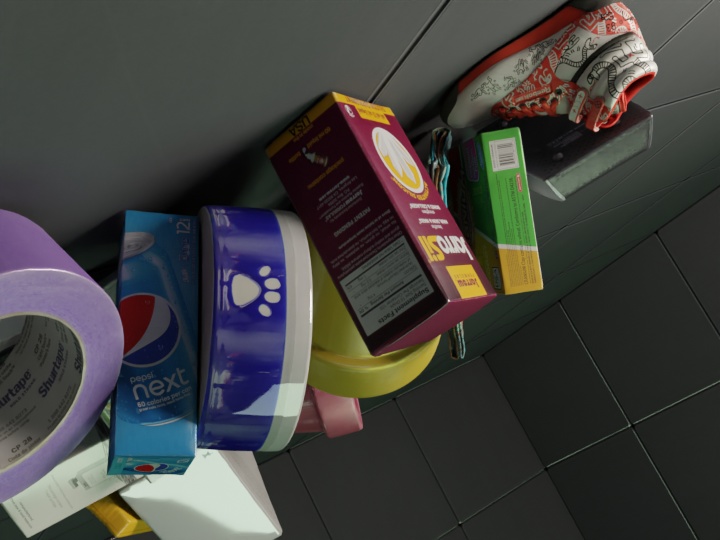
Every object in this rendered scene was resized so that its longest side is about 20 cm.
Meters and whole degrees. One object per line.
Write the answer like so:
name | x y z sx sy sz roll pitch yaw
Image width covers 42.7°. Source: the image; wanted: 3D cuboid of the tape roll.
tape roll | -0.268 0.065 0.631 0.199 0.085 0.202 -34 143 -30

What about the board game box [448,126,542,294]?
board game box | 0.129 -0.057 0.957 0.040 0.156 0.200 -9 -179 -7

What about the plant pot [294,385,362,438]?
plant pot | -0.103 0.148 1.307 0.176 0.204 0.200 -13 167 0

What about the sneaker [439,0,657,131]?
sneaker | 0.177 -0.166 0.867 0.200 0.109 0.067 -33 167 17

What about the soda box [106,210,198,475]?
soda box | -0.166 0.057 0.745 0.063 0.204 0.068 4 156 -18

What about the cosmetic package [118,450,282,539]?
cosmetic package | -0.208 0.223 1.112 0.122 0.201 0.201 -30 130 -4

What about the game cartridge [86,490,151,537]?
game cartridge | -0.320 0.232 1.084 0.032 0.200 0.176 -45 168 -6

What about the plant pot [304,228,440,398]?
plant pot | 0.000 0.000 0.959 0.198 0.202 0.190 -24 151 -21

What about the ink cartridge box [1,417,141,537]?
ink cartridge box | -0.284 0.153 0.955 0.198 0.147 0.084 -27 137 -16

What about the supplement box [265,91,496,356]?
supplement box | 0.018 -0.040 0.785 0.085 0.202 0.110 -35 165 25

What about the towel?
towel | 0.090 -0.032 0.935 0.021 0.204 0.147 -5 -159 9

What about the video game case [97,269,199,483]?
video game case | -0.191 0.089 0.875 0.142 0.202 0.018 -34 -151 -13

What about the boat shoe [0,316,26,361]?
boat shoe | -0.322 0.057 0.719 0.199 0.072 0.068 -30 168 -34

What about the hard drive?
hard drive | 0.207 -0.136 0.952 0.134 0.043 0.200 -31 -156 -1

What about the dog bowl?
dog bowl | -0.102 0.048 0.774 0.077 0.204 0.200 4 155 -18
